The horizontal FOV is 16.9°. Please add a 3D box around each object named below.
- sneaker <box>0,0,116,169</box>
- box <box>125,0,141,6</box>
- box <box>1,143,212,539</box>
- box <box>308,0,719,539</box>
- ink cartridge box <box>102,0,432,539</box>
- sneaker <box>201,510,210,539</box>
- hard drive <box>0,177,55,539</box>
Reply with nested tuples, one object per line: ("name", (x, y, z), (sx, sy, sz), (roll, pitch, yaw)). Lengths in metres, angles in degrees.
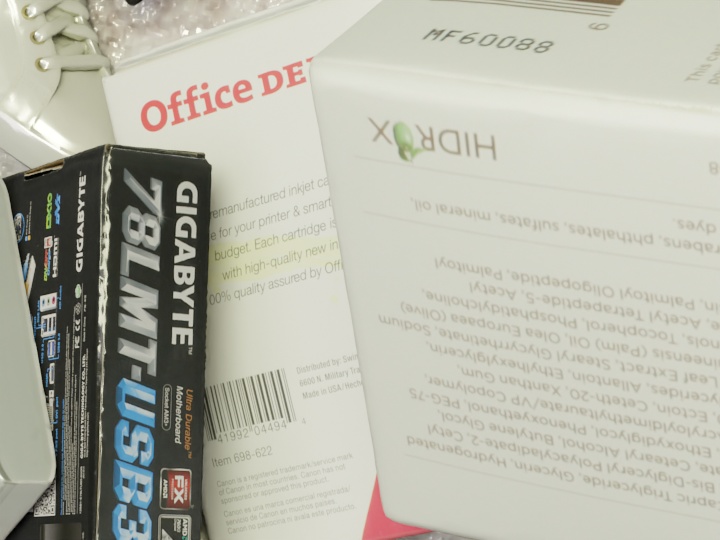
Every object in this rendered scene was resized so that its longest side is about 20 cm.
("sneaker", (-0.144, -0.123, 1.006), (0.085, 0.073, 0.200), (-46, 70, 29))
("box", (-0.079, -0.206, 0.920), (0.143, 0.036, 0.200), (49, 137, -4))
("box", (-0.124, 0.064, 0.932), (0.198, 0.050, 0.200), (-13, 74, 59))
("box", (0.124, -0.022, 0.754), (0.200, 0.199, 0.172), (11, 126, 29))
("ink cartridge box", (0.000, 0.000, 0.925), (0.145, 0.083, 0.200), (-14, 88, 33))
("sneaker", (-0.092, 0.089, 0.990), (0.200, 0.088, 0.076), (43, 117, 22))
("hard drive", (-0.177, 0.069, 0.950), (0.200, 0.026, 0.132), (-48, 47, 46))
